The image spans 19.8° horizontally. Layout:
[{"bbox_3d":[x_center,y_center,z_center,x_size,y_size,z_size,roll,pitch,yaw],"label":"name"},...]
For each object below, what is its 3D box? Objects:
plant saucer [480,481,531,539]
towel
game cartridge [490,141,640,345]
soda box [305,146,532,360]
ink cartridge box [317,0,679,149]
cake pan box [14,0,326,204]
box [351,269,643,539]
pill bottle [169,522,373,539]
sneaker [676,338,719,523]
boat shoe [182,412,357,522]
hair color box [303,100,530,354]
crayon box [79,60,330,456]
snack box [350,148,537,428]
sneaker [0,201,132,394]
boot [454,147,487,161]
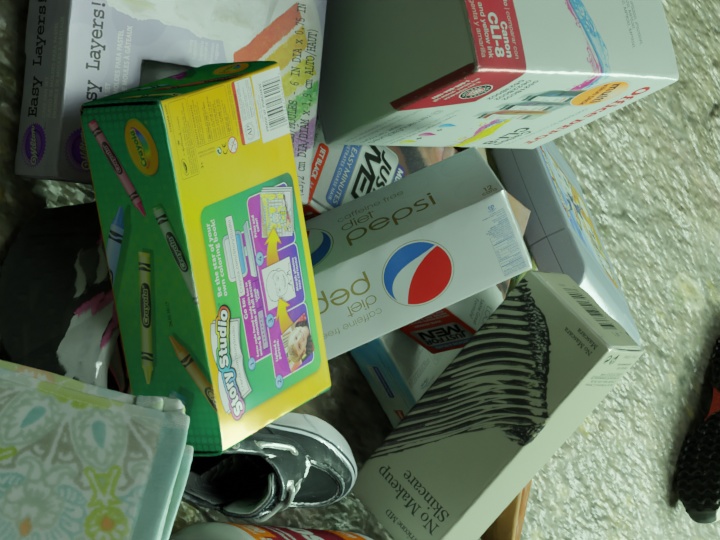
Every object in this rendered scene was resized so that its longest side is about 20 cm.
[{"bbox_3d":[0.111,0.111,1.502,0.200,0.037,0.200,10,90,-83],"label":"plant saucer"},{"bbox_3d":[-0.186,0.136,1.056,0.048,0.171,0.200,103,1,-54],"label":"towel"},{"bbox_3d":[0.145,-0.037,1.524,0.133,0.041,0.200,54,15,-50],"label":"game cartridge"},{"bbox_3d":[0.000,0.000,1.291,0.068,0.200,0.064,-116,-177,-58],"label":"soda box"},{"bbox_3d":[0.080,-0.167,1.332,0.200,0.145,0.145,-3,76,-43],"label":"ink cartridge box"},{"bbox_3d":[-0.107,-0.136,1.223,0.184,0.052,0.200,6,91,-37],"label":"cake pan box"},{"bbox_3d":[0.089,0.098,1.373,0.200,0.082,0.068,-52,157,15],"label":"box"},{"bbox_3d":[-0.039,0.218,1.299,0.200,0.113,0.113,14,78,-53],"label":"pill bottle"},{"bbox_3d":[0.346,0.150,1.846,0.093,0.070,0.200,45,52,-35],"label":"sneaker"},{"bbox_3d":[-0.068,0.123,1.276,0.200,0.072,0.068,28,25,-47],"label":"boat shoe"},{"bbox_3d":[0.017,-0.043,1.383,0.200,0.064,0.111,37,57,-32],"label":"hair color box"},{"bbox_3d":[-0.084,-0.009,1.162,0.119,0.058,0.200,-27,112,-56],"label":"crayon box"},{"bbox_3d":[0.061,0.011,1.497,0.200,0.037,0.116,-56,129,-37],"label":"snack box"},{"bbox_3d":[-0.165,0.059,1.182,0.086,0.080,0.200,72,23,-69],"label":"sneaker"},{"bbox_3d":[0.068,-0.164,1.474,0.146,0.070,0.200,-48,119,-40],"label":"boot"}]
